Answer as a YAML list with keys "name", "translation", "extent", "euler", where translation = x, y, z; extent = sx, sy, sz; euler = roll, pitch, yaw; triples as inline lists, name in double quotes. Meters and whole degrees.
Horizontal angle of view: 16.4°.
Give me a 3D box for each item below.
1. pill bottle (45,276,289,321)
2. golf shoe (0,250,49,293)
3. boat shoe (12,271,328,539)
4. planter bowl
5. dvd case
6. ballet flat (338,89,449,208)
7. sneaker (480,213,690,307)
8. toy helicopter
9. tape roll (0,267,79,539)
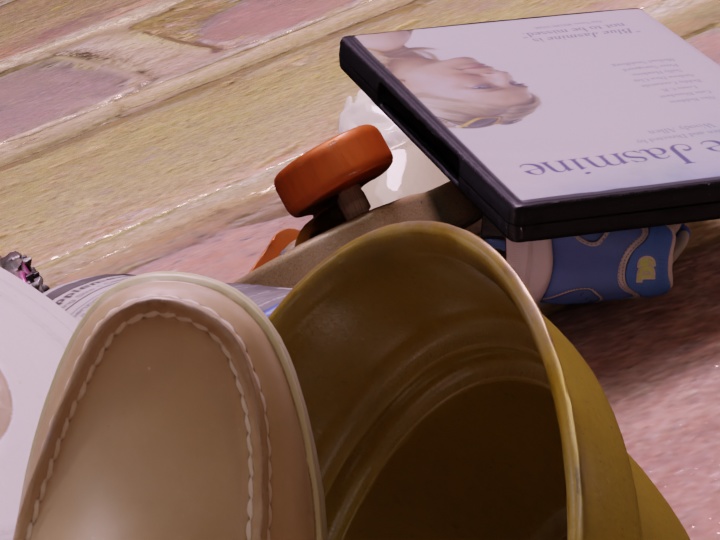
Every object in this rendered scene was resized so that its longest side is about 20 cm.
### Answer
- name: "pill bottle"
  translation: [-0.056, 0.060, 0.780]
  extent: [0.114, 0.114, 0.200]
  euler: [-29, 19, -34]
- name: "golf shoe"
  translation: [-0.174, 0.039, 1.086]
  extent: [0.092, 0.073, 0.200]
  euler: [-29, 9, -15]
- name: "boat shoe"
  translation: [-0.051, 0.098, 0.532]
  extent: [0.072, 0.200, 0.065]
  euler: [8, -6, 9]
- name: "planter bowl"
  translation: [0.024, 0.095, 0.583]
  extent: [0.083, 0.201, 0.200]
  euler: [17, -1, -28]
- name: "dvd case"
  translation: [0.089, -0.063, 0.995]
  extent: [0.143, 0.018, 0.200]
  euler: [-7, 26, -18]
- name: "ballet flat"
  translation: [0.017, -0.072, 1.248]
  extent: [0.069, 0.070, 0.200]
  euler: [-14, 17, 13]
- name: "sneaker"
  translation: [0.100, -0.028, 1.035]
  extent: [0.077, 0.076, 0.200]
  euler: [6, 24, 11]
- name: "toy helicopter"
  translation: [0.000, 0.000, 1.035]
  extent: [0.132, 0.079, 0.200]
  euler: [-33, -7, 26]
- name: "tape roll"
  translation: [-0.165, 0.078, 0.650]
  extent: [0.203, 0.139, 0.203]
  euler: [20, 23, -9]
